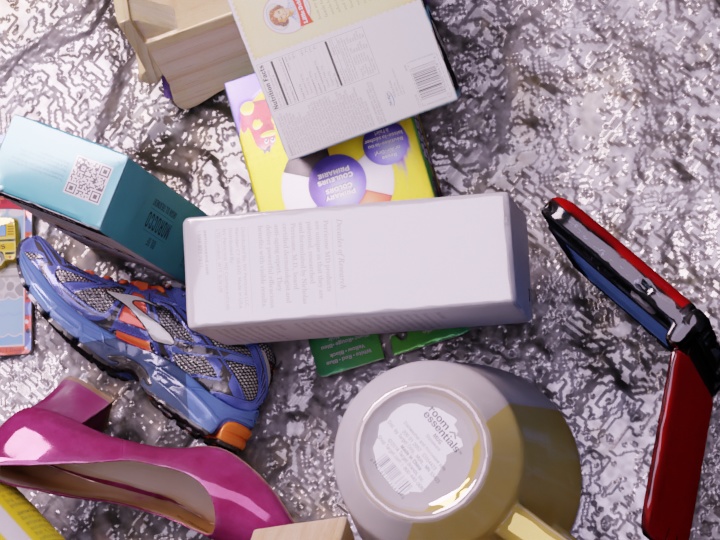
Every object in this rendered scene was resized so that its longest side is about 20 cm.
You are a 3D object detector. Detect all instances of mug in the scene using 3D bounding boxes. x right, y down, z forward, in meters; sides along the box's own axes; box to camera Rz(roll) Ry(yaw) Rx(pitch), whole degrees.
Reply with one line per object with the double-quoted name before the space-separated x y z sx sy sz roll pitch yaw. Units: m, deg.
"mug" 0.068 0.120 1.659 0.187 0.153 0.149 4 80 13

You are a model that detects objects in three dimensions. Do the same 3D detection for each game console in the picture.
"game console" 0.154 0.067 1.625 0.172 0.200 0.119 41 89 16

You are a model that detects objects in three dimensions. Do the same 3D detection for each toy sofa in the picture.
"toy sofa" -0.060 -0.191 1.793 0.200 0.098 0.083 -19 51 9

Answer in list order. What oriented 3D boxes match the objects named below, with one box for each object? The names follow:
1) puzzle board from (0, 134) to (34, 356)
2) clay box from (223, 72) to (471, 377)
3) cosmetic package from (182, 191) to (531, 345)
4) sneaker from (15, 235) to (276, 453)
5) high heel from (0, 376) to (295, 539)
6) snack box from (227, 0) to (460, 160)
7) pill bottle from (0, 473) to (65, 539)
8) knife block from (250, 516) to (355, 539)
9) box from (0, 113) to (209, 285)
"puzzle board" -0.316 -0.013 1.841 0.200 0.017 0.151 -3 79 12
"clay box" -0.006 -0.042 1.761 0.115 0.048 0.200 -18 75 8
"cosmetic package" 0.000 0.000 1.676 0.200 0.101 0.071 -4 82 9
"sneaker" -0.139 0.036 1.771 0.200 0.075 0.078 35 80 8
"high heel" -0.139 0.142 1.722 0.200 0.067 0.096 33 46 13
"snack box" -0.026 -0.182 1.710 0.116 0.037 0.200 -19 99 8
"pill bottle" -0.248 0.189 1.736 0.114 0.114 0.200 -45 73 1
"knife block" -0.050 0.230 1.598 0.064 0.176 0.200 -9 71 14
"box" -0.159 -0.042 1.715 0.082 0.200 0.049 21 85 15
